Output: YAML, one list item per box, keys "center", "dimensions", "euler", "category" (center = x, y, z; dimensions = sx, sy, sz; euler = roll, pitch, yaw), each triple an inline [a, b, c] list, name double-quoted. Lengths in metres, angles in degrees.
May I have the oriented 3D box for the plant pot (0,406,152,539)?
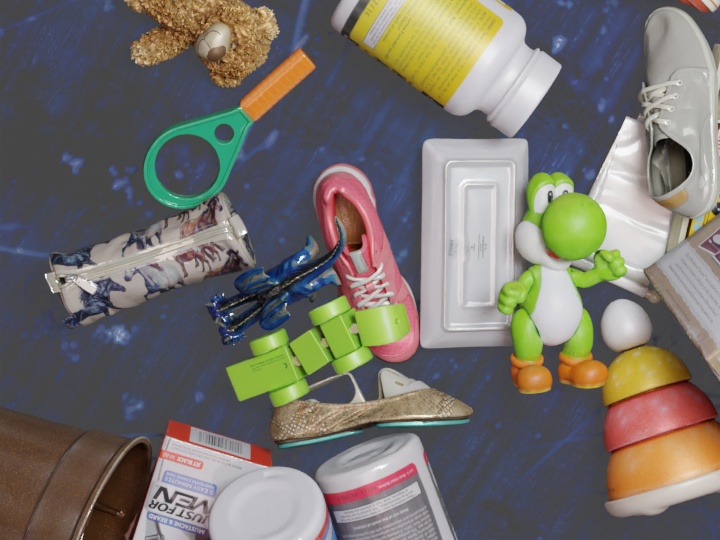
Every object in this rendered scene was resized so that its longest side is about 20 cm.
- center: [-0.329, 0.221, 1.385]
  dimensions: [0.197, 0.200, 0.202]
  euler: [19, 98, 8]
  category: "plant pot"

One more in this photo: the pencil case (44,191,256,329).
- center: [-0.197, -0.010, 1.391]
  dimensions: [0.199, 0.089, 0.078]
  euler: [-19, 95, 5]
  category: "pencil case"

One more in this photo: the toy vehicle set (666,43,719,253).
- center: [0.369, -0.100, 1.363]
  dimensions: [0.123, 0.027, 0.202]
  euler: [9, 101, -9]
  category: "toy vehicle set"

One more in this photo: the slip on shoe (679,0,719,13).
- center: [0.236, -0.278, 1.344]
  dimensions: [0.199, 0.074, 0.062]
  euler: [23, 106, 5]
  category: "slip on shoe"

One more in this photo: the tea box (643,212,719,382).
- center: [0.377, 0.065, 1.290]
  dimensions: [0.133, 0.200, 0.197]
  euler: [-37, 110, 9]
  category: "tea box"

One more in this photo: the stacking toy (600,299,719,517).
- center: [0.275, 0.122, 1.376]
  dimensions: [0.145, 0.146, 0.201]
  euler: [-18, 81, 5]
  category: "stacking toy"

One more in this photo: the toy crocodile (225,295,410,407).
- center: [-0.044, 0.075, 1.373]
  dimensions: [0.199, 0.062, 0.068]
  euler: [-27, 88, 29]
  category: "toy crocodile"

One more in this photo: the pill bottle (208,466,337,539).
- center: [-0.068, 0.290, 1.378]
  dimensions: [0.111, 0.113, 0.201]
  euler: [-11, 129, 4]
  category: "pill bottle"

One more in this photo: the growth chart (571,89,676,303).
- center: [0.283, -0.069, 1.393]
  dimensions: [0.144, 0.018, 0.201]
  euler: [29, 98, -1]
  category: "growth chart"

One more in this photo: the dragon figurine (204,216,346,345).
- center: [-0.076, 0.017, 1.362]
  dimensions: [0.099, 0.200, 0.059]
  euler: [-32, 91, -32]
  category: "dragon figurine"

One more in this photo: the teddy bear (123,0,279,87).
- center: [-0.171, -0.260, 1.368]
  dimensions: [0.144, 0.067, 0.201]
  euler: [-27, 95, 8]
  category: "teddy bear"

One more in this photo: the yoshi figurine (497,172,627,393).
- center: [0.185, 0.011, 1.343]
  dimensions: [0.111, 0.112, 0.202]
  euler: [1, 98, 29]
  category: "yoshi figurine"

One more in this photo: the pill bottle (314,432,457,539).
- center: [0.038, 0.267, 1.403]
  dimensions: [0.110, 0.111, 0.201]
  euler: [-20, 96, 5]
  category: "pill bottle"

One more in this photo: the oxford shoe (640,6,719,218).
- center: [0.285, -0.147, 1.331]
  dimensions: [0.057, 0.075, 0.202]
  euler: [4, 77, -33]
  category: "oxford shoe"

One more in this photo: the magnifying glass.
- center: [-0.125, -0.138, 1.397]
  dimensions: [0.200, 0.022, 0.080]
  euler: [-40, 110, 8]
  category: "magnifying glass"

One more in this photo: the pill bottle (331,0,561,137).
- center: [0.081, -0.213, 1.338]
  dimensions: [0.199, 0.111, 0.112]
  euler: [36, 98, -1]
  category: "pill bottle"

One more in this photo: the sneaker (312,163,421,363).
- center: [0.000, 0.000, 1.382]
  dimensions: [0.073, 0.087, 0.201]
  euler: [-21, 96, 6]
  category: "sneaker"

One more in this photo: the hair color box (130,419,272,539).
- center: [-0.168, 0.262, 1.432]
  dimensions: [0.110, 0.064, 0.201]
  euler: [17, 99, -7]
  category: "hair color box"

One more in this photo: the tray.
- center: [0.111, -0.025, 1.393]
  dimensions: [0.106, 0.022, 0.202]
  euler: [-1, 97, -11]
  category: "tray"

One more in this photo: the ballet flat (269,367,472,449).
- center: [0.008, 0.128, 1.411]
  dimensions: [0.198, 0.071, 0.066]
  euler: [-8, 83, 1]
  category: "ballet flat"
